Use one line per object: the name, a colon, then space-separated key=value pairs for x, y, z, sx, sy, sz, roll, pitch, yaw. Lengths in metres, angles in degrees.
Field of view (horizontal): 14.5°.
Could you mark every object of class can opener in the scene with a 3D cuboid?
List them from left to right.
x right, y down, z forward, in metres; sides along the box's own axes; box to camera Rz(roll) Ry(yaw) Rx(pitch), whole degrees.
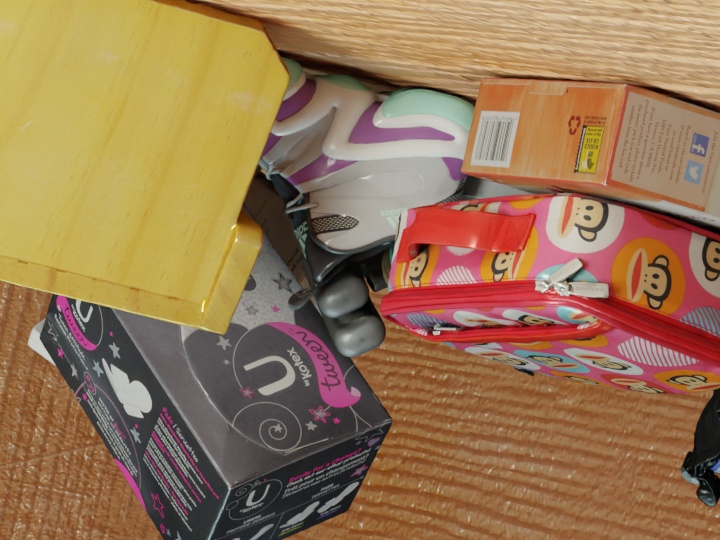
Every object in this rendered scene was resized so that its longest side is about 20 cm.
can opener: x=0.000 y=0.000 z=1.764 sx=0.067 sy=0.054 sz=0.200 roll=-23 pitch=-166 yaw=-1

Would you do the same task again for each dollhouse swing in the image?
dollhouse swing: x=-0.153 y=-0.080 z=1.562 sx=0.199 sy=0.177 sz=0.182 roll=14 pitch=-171 yaw=-17

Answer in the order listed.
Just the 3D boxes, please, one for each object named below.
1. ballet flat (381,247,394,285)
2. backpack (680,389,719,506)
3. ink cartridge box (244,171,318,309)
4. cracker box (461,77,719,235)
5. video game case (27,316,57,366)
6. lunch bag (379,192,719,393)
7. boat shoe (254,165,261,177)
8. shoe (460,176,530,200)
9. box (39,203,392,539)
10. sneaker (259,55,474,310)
ballet flat: x=0.049 y=-0.008 z=1.756 sx=0.067 sy=0.073 sz=0.200 roll=11 pitch=-151 yaw=1
backpack: x=0.290 y=0.050 z=1.795 sx=0.153 sy=0.201 sz=0.191 roll=7 pitch=170 yaw=6
ink cartridge box: x=-0.103 y=-0.042 z=1.977 sx=0.200 sy=0.084 sz=0.145 roll=36 pitch=-178 yaw=13
cracker box: x=0.173 y=-0.051 z=1.509 sx=0.199 sy=0.058 sz=0.134 roll=14 pitch=177 yaw=-31
video game case: x=-0.105 y=0.070 z=1.899 sx=0.200 sy=0.018 sz=0.143 roll=35 pitch=-141 yaw=12
lunch bag: x=0.106 y=0.006 z=1.520 sx=0.175 sy=0.082 sz=0.200 roll=21 pitch=167 yaw=-29
boat shoe: x=-0.091 y=-0.098 z=1.795 sx=0.066 sy=0.074 sz=0.200 roll=37 pitch=176 yaw=-10
shoe: x=0.120 y=-0.052 z=1.680 sx=0.091 sy=0.072 sz=0.200 roll=13 pitch=-177 yaw=-36
box: x=-0.093 y=0.067 z=1.793 sx=0.132 sy=0.200 sz=0.115 roll=-21 pitch=154 yaw=-30
sneaker: x=-0.037 y=-0.048 z=1.653 sx=0.199 sy=0.141 sz=0.078 roll=11 pitch=176 yaw=7
